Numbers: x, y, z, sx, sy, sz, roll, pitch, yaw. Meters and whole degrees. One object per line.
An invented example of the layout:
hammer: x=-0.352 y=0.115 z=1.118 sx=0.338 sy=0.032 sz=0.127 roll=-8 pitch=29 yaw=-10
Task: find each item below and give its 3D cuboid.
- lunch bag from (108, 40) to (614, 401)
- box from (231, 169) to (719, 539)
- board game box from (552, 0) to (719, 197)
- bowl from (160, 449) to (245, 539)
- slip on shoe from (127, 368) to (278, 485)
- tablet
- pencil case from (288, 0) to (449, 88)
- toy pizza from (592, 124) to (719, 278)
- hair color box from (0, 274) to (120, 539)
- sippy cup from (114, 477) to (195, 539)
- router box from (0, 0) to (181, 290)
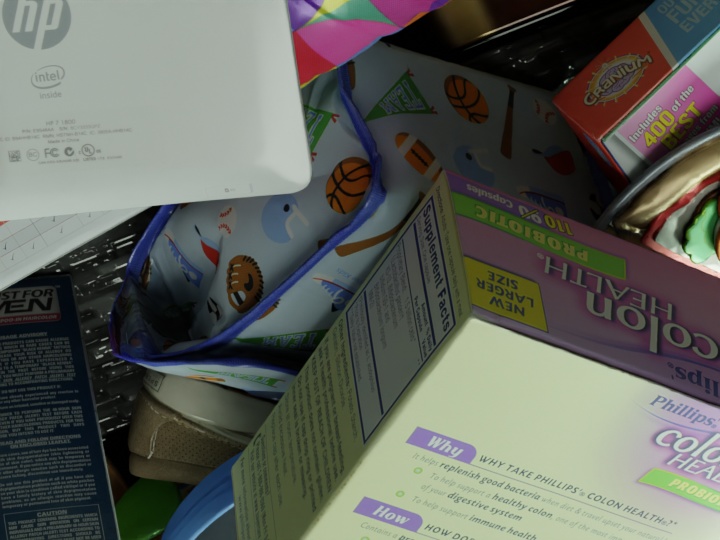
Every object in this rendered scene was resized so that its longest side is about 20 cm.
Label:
lunch bag: x=0.000 y=0.000 z=1.271 sx=0.169 sy=0.124 sz=0.200 roll=16 pitch=138 yaw=-38
box: x=0.066 y=0.081 z=1.191 sx=0.175 sy=0.097 sz=0.200 roll=20 pitch=126 yaw=-23
board game box: x=0.195 y=-0.066 z=1.267 sx=0.153 sy=0.040 sz=0.200 roll=-43 pitch=135 yaw=-2
bowl: x=-0.007 y=0.152 z=1.335 sx=0.199 sy=0.039 sz=0.201 roll=-6 pitch=132 yaw=-7
slip on shoe: x=-0.021 y=0.100 z=1.360 sx=0.199 sy=0.076 sz=0.061 roll=18 pitch=95 yaw=-19
tablet: x=-0.124 y=-0.083 z=1.074 sx=0.199 sy=0.014 sz=0.131 roll=-6 pitch=111 yaw=8
pencil case: x=-0.055 y=-0.107 z=1.159 sx=0.199 sy=0.089 sz=0.088 roll=-30 pitch=138 yaw=14
toy pizza: x=0.182 y=0.012 z=1.258 sx=0.199 sy=0.032 sz=0.201 roll=-15 pitch=132 yaw=-17
hair color box: x=-0.154 y=0.110 z=1.291 sx=0.060 sy=0.201 sz=0.100 roll=-4 pitch=139 yaw=-12
sippy cup: x=-0.056 y=0.155 z=1.439 sx=0.130 sy=0.140 sz=0.178 roll=-41 pitch=176 yaw=15
router box: x=-0.198 y=-0.070 z=1.121 sx=0.199 sy=0.049 sz=0.180 roll=-27 pitch=107 yaw=16
